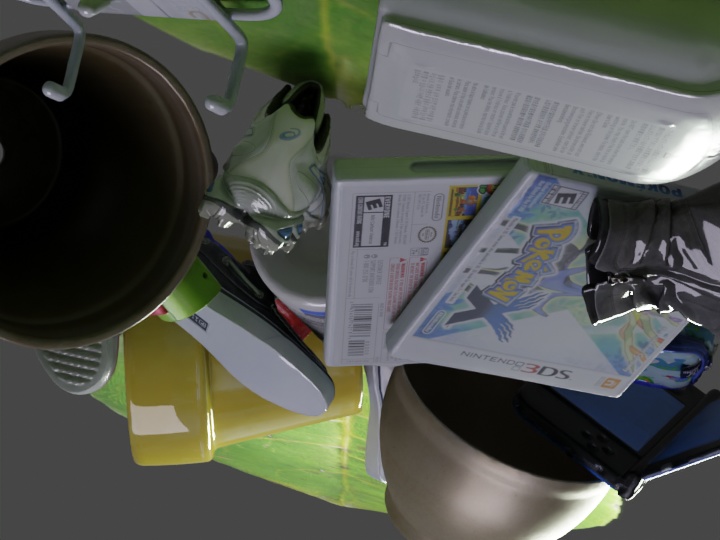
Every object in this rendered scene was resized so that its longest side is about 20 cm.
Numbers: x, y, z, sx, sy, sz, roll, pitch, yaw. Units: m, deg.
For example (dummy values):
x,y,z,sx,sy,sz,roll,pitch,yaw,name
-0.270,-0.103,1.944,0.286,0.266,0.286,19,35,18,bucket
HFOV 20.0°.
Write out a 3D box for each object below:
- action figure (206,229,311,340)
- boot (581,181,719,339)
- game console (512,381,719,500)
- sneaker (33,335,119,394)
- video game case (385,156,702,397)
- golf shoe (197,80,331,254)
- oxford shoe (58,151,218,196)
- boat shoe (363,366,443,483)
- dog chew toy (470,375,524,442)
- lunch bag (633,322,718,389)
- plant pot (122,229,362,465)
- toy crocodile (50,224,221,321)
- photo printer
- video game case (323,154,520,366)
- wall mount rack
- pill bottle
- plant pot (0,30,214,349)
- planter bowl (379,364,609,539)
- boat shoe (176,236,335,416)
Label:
x,y,z,sx,sy,sz,roll,pitch,yaw,name
-0.137,0.001,1.542,0.200,0.099,0.065,48,168,-5,action figure
0.205,0.018,1.276,0.131,0.070,0.200,-9,131,4,boot
0.243,0.085,1.578,0.171,0.118,0.200,37,-151,14,game console
-0.217,0.009,1.615,0.075,0.201,0.105,-28,157,18,sneaker
0.139,0.008,1.315,0.182,0.022,0.200,11,138,-24,video game case
-0.041,-0.076,1.300,0.078,0.097,0.200,28,-167,-4,golf shoe
-0.182,-0.071,1.473,0.200,0.073,0.084,7,177,42,oxford shoe
0.045,0.093,1.713,0.067,0.074,0.200,14,124,24,boat shoe
0.101,0.103,1.795,0.124,0.125,0.200,23,172,-32,dog chew toy
0.164,0.026,1.495,0.200,0.083,0.161,13,170,6,lunch bag
-0.095,0.056,1.669,0.188,0.201,0.201,-2,166,-2,plant pot
-0.173,0.003,1.414,0.200,0.062,0.068,7,138,38,toy crocodile
0.105,-0.105,1.046,0.200,0.070,0.166,13,166,1,photo printer
0.069,-0.004,1.327,0.182,0.023,0.200,-2,142,-5,video game case
-0.152,-0.144,1.135,0.200,0.075,0.174,7,164,25,wall mount rack
0.000,0.000,1.479,0.114,0.114,0.200,10,165,17,pill bottle
-0.220,-0.063,1.338,0.200,0.200,0.173,22,180,-31,plant pot
0.096,0.151,1.615,0.200,0.135,0.200,20,-152,-11,planter bowl
-0.091,0.024,1.479,0.200,0.068,0.072,37,148,5,boat shoe
